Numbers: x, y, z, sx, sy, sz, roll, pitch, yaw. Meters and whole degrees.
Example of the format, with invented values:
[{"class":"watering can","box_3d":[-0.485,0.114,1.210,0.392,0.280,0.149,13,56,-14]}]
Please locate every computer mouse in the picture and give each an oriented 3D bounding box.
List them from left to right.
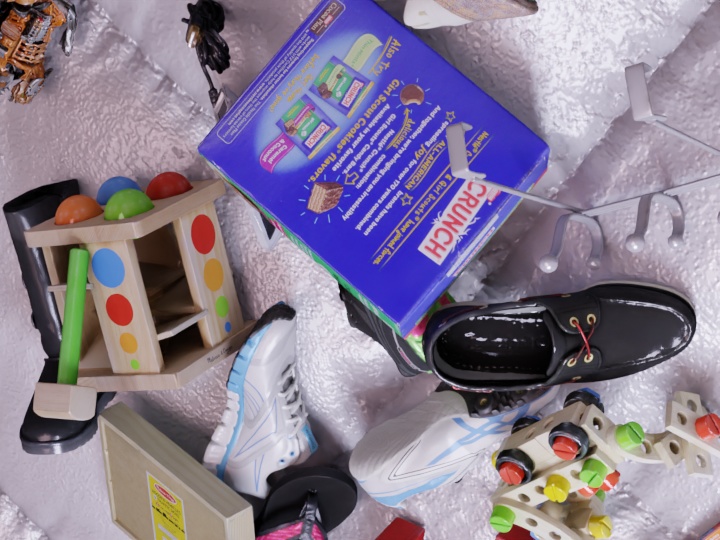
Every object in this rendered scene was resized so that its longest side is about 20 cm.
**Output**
[{"class":"computer mouse","box_3d":[-0.090,-0.113,1.247,0.044,0.110,0.201,-20,112,-2]}]

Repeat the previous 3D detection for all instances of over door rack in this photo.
[{"class":"over door rack","box_3d":[0.167,-0.052,1.048,0.147,0.200,0.067,-16,63,33]}]

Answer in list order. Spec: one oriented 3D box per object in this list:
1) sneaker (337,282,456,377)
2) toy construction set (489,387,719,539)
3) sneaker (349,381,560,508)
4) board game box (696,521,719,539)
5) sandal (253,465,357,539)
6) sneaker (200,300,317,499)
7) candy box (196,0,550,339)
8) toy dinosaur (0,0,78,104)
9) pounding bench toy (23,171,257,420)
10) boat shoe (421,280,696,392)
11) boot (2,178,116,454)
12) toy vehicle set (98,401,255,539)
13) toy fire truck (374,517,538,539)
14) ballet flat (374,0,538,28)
[{"class":"sneaker","box_3d":[0.000,0.000,1.231,0.201,0.076,0.084,57,142,13]},{"class":"toy construction set","box_3d":[0.173,0.152,1.169,0.131,0.092,0.200,42,125,-12]},{"class":"sneaker","box_3d":[0.081,0.124,1.245,0.199,0.072,0.072,-33,125,29]},{"class":"board game box","box_3d":[0.258,0.273,1.215,0.103,0.019,0.200,47,125,6]},{"class":"sandal","box_3d":[-0.063,0.233,1.359,0.075,0.045,0.200,20,133,-22]},{"class":"sneaker","box_3d":[-0.069,0.114,1.327,0.086,0.075,0.201,26,128,13]},{"class":"candy box","box_3d":[0.011,-0.080,1.151,0.200,0.077,0.169,41,88,12]},{"class":"toy dinosaur","box_3d":[-0.296,-0.244,1.325,0.135,0.102,0.202,15,98,9]},{"class":"pounding bench toy","box_3d":[-0.199,0.015,1.280,0.123,0.200,0.157,-4,107,32]},{"class":"boat shoe","box_3d":[0.144,0.051,1.138,0.199,0.063,0.074,-4,102,4]},{"class":"boot","box_3d":[-0.265,0.037,1.357,0.065,0.165,0.202,-4,108,4]},{"class":"toy vehicle set","box_3d":[-0.160,0.213,1.386,0.199,0.026,0.125,31,133,41]},{"class":"toy fire truck","box_3d":[0.069,0.276,1.311,0.140,0.049,0.201,22,118,22]},{"class":"ballet flat","box_3d":[0.039,-0.214,1.134,0.200,0.068,0.068,38,114,25]}]
